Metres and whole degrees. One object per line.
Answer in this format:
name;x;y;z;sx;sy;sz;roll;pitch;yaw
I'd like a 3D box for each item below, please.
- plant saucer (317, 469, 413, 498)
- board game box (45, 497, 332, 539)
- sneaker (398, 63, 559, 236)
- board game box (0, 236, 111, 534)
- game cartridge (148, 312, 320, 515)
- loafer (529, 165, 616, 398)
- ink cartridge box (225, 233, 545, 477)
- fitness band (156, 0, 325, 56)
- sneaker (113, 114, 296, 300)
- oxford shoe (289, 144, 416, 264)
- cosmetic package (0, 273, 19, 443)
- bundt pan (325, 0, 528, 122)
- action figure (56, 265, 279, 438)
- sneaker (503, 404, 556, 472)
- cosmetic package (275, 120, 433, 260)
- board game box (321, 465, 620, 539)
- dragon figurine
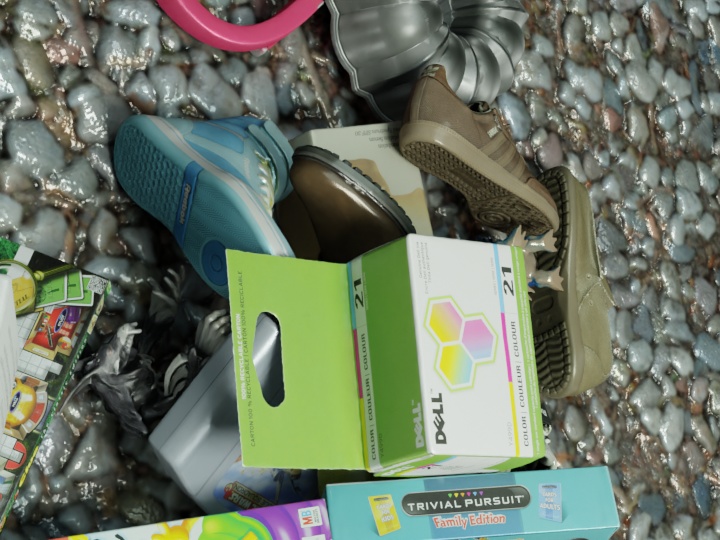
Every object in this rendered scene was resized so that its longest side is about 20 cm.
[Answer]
plant saucer;0.051;0.113;1.184;0.199;0.031;0.202;-28;132;-36
board game box;-0.118;0.223;1.048;0.197;0.103;0.106;-7;71;-16
sneaker;0.105;-0.093;1.288;0.200;0.070;0.076;34;61;-48
board game box;-0.250;0.078;1.054;0.104;0.024;0.202;19;68;4
game cartridge;-0.059;0.121;1.127;0.134;0.041;0.200;-55;144;-5
loafer;0.175;0.012;1.374;0.067;0.076;0.203;13;72;-41
ink cartridge box;0.018;0.055;1.048;0.198;0.075;0.150;6;72;-38
fitness band;-0.088;-0.257;1.275;0.144;0.037;0.200;50;55;-12
sneaker;-0.076;-0.053;1.159;0.130;0.080;0.200;-10;45;-42
oxford shoe;0.000;0.000;1.142;0.085;0.072;0.201;-48;122;-26
cosmetic package;-0.297;0.104;0.931;0.163;0.165;0.203;11;72;-7
bundt pan;0.066;-0.216;1.322;0.200;0.075;0.205;6;82;-44
action figure;-0.124;0.056;1.127;0.198;0.119;0.103;0;117;-40
sneaker;0.126;0.130;1.301;0.073;0.088;0.203;10;72;-31
cosmetic package;0.002;-0.008;1.254;0.104;0.071;0.203;-10;85;-37
board game box;0.065;0.193;1.136;0.197;0.151;0.047;-3;61;-11
dragon figurine;0.096;0.001;1.276;0.199;0.098;0.060;-11;89;-59
